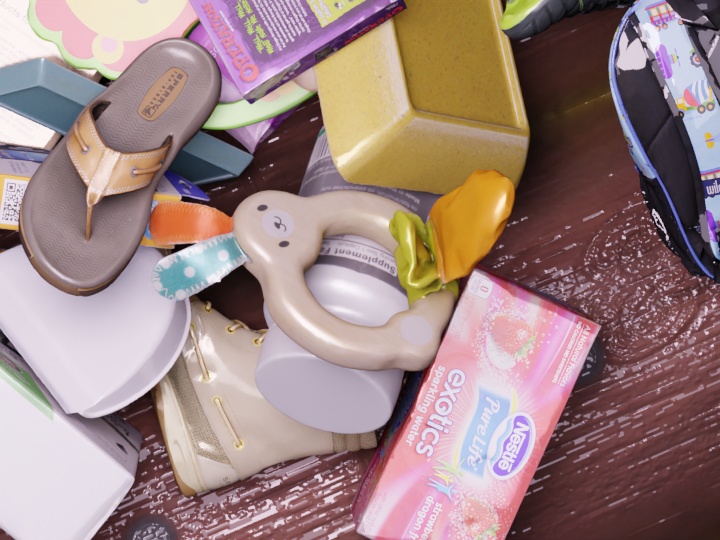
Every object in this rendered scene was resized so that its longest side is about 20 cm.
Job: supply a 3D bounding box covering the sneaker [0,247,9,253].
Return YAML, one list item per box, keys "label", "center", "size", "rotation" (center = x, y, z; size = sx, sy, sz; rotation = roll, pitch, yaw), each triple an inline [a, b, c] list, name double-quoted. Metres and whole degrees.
- label: "sneaker"
  center: [-0.317, 0.033, 1.717]
  size: [0.198, 0.075, 0.089]
  rotation: [-9, 87, 10]

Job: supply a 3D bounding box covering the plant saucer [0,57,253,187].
- label: "plant saucer"
  center: [-0.163, -0.095, 1.664]
  size: [0.199, 0.070, 0.019]
  rotation: [23, 66, -45]

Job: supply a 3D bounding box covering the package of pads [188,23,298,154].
- label: "package of pads"
  center: [-0.108, -0.188, 1.710]
  size: [0.200, 0.076, 0.121]
  rotation: [40, 92, -5]

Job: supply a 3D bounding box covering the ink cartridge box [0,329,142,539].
- label: "ink cartridge box"
  center: [-0.226, 0.110, 1.667]
  size: [0.146, 0.200, 0.084]
  rotation: [40, 91, -6]

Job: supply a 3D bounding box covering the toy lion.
- label: "toy lion"
  center: [-0.123, -0.183, 1.644]
  size: [0.191, 0.069, 0.201]
  rotation: [-23, 93, 2]

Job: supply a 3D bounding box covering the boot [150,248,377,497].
- label: "boot"
  center: [-0.075, 0.045, 1.731]
  size: [0.154, 0.073, 0.202]
  rotation: [-13, 96, -1]

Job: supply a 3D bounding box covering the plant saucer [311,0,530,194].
- label: "plant saucer"
  center: [0.042, -0.153, 1.642]
  size: [0.048, 0.199, 0.202]
  rotation: [-19, 76, 35]

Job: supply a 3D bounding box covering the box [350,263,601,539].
- label: "box"
  center: [0.078, 0.104, 1.731]
  size: [0.102, 0.095, 0.201]
  rotation: [25, 93, -5]

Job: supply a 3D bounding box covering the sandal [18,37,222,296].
- label: "sandal"
  center: [-0.146, -0.074, 1.556]
  size: [0.081, 0.055, 0.200]
  rotation: [33, 62, 4]

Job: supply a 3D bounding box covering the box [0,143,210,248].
- label: "box"
  center: [-0.202, -0.051, 1.627]
  size: [0.198, 0.119, 0.042]
  rotation: [9, 101, -15]

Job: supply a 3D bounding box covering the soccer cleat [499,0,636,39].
- label: "soccer cleat"
  center: [0.178, -0.206, 1.700]
  size: [0.200, 0.067, 0.081]
  rotation: [-40, 104, -24]

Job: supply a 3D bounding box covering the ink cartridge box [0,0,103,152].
- label: "ink cartridge box"
  center: [-0.290, -0.141, 1.706]
  size: [0.199, 0.075, 0.165]
  rotation: [36, 91, -6]

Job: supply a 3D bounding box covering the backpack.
- label: "backpack"
  center: [0.255, -0.119, 1.690]
  size: [0.182, 0.135, 0.201]
  rotation: [-30, 103, 2]

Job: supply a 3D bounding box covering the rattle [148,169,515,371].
- label: "rattle"
  center: [-0.025, -0.024, 1.531]
  size: [0.199, 0.143, 0.131]
  rotation: [24, 70, -4]

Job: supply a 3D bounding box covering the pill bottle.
- label: "pill bottle"
  center: [0.000, 0.000, 1.667]
  size: [0.112, 0.113, 0.201]
  rotation: [20, 59, -4]

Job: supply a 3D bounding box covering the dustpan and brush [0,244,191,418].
- label: "dustpan and brush"
  center: [-0.144, 0.012, 1.653]
  size: [0.199, 0.057, 0.140]
  rotation: [-32, 63, -20]

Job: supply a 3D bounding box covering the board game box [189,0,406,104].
- label: "board game box"
  center: [-0.069, -0.220, 1.580]
  size: [0.119, 0.032, 0.201]
  rotation: [-29, 75, 2]
